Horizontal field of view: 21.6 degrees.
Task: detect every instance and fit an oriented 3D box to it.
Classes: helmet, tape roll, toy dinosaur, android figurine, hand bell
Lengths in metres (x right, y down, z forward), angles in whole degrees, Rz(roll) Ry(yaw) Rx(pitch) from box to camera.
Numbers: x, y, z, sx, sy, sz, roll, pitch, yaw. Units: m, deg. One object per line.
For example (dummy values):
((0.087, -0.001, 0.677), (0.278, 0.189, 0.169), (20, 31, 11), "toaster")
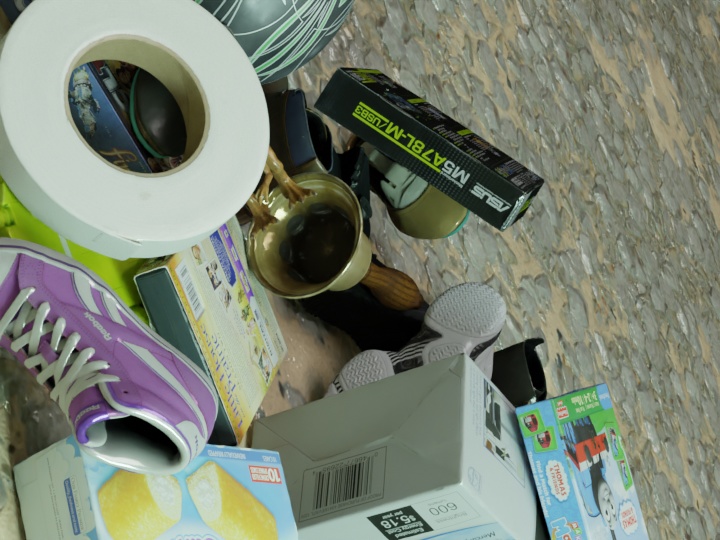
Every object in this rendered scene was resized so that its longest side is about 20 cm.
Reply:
((-0.094, -0.253, 1.563), (0.200, 0.200, 0.191), (29, 29, -54), "helmet")
((-0.159, -0.106, 1.294), (0.203, 0.037, 0.203), (11, 66, -26), "tape roll")
((-0.087, -0.090, 1.464), (0.106, 0.060, 0.200), (57, 5, -14), "toy dinosaur")
((-0.205, -0.024, 1.322), (0.200, 0.041, 0.182), (-16, 86, -67), "android figurine")
((0.000, 0.000, 1.557), (0.200, 0.104, 0.104), (32, 44, -58), "hand bell")

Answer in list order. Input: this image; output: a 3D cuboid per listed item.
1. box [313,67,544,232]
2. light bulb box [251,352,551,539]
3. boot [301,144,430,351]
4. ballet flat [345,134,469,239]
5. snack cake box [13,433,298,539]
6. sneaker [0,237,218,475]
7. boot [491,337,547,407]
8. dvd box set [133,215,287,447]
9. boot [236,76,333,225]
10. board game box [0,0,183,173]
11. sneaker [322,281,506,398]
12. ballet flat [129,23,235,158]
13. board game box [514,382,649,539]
((0.065, -0.110, 1.652), (0.193, 0.048, 0.200), (32, 10, 5), "box")
((0.045, 0.189, 1.469), (0.200, 0.198, 0.125), (47, 35, -39), "light bulb box")
((0.007, -0.022, 1.695), (0.200, 0.076, 0.168), (31, 46, -49), "boot")
((0.035, -0.082, 1.746), (0.063, 0.069, 0.200), (40, -1, -28), "ballet flat")
((-0.128, 0.178, 1.253), (0.200, 0.067, 0.115), (13, 54, -52), "snack cake box")
((-0.180, 0.055, 1.181), (0.200, 0.073, 0.114), (32, 19, -4), "sneaker")
((0.111, 0.161, 1.692), (0.077, 0.138, 0.200), (29, 48, -55), "boot")
((-0.109, 0.035, 1.424), (0.200, 0.029, 0.146), (-67, 137, -70), "dvd box set")
((-0.061, -0.125, 1.615), (0.075, 0.097, 0.200), (50, 32, -36), "boot")
((-0.185, -0.133, 1.389), (0.200, 0.035, 0.135), (59, 14, -5), "board game box")
((0.048, 0.104, 1.631), (0.075, 0.200, 0.115), (41, -22, 26), "sneaker")
((-0.127, -0.147, 1.409), (0.068, 0.068, 0.200), (54, 15, -20), "ballet flat")
((0.184, 0.194, 1.472), (0.151, 0.037, 0.200), (-5, 80, -67), "board game box")
